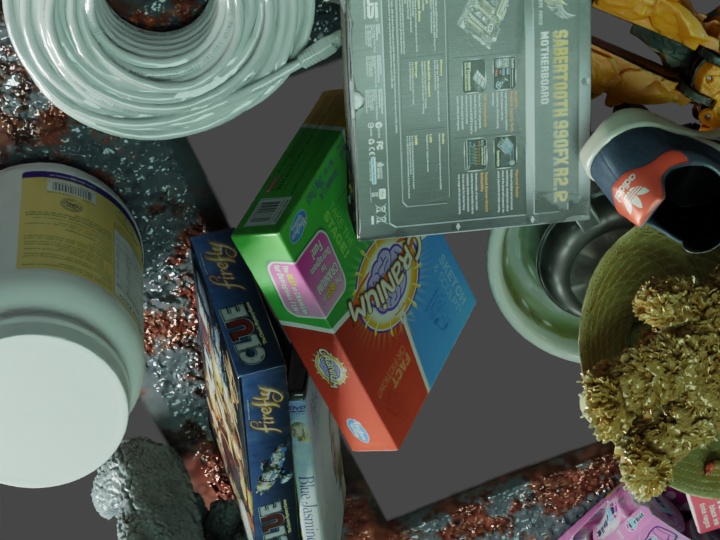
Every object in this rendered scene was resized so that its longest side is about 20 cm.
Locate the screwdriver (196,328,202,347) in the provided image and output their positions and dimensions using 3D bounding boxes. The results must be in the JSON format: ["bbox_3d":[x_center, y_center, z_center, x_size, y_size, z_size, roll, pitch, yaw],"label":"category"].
[{"bbox_3d":[-0.073,-0.021,1.654,0.029,0.028,0.200,-6,133,-37],"label":"screwdriver"}]

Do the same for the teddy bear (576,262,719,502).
[{"bbox_3d":[0.225,0.061,1.536,0.199,0.067,0.146,-24,96,-26],"label":"teddy bear"}]

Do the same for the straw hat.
[{"bbox_3d":[0.212,0.063,1.615,0.200,0.085,0.202,3,82,-25],"label":"straw hat"}]

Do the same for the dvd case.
[{"bbox_3d":[-0.031,0.124,1.688,0.017,0.143,0.201,-2,124,7],"label":"dvd case"}]

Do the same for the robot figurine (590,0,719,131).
[{"bbox_3d":[0.186,-0.157,1.556,0.199,0.058,0.145,23,117,-8],"label":"robot figurine"}]

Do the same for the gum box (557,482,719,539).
[{"bbox_3d":[0.249,0.247,1.845,0.200,0.066,0.114,33,116,-24],"label":"gum box"}]

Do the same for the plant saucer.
[{"bbox_3d":[0.186,-0.025,1.668,0.199,0.050,0.201,-2,123,-4],"label":"plant saucer"}]

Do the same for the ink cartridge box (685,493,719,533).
[{"bbox_3d":[0.317,0.088,1.699,0.199,0.145,0.085,-17,128,5],"label":"ink cartridge box"}]

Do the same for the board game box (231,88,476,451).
[{"bbox_3d":[0.000,0.000,1.606,0.040,0.153,0.200,-3,131,34],"label":"board game box"}]

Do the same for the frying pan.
[{"bbox_3d":[0.174,-0.036,1.615,0.114,0.031,0.191,-11,127,1],"label":"frying pan"}]

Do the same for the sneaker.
[{"bbox_3d":[0.235,-0.049,1.527,0.199,0.085,0.075,1,135,-35],"label":"sneaker"}]

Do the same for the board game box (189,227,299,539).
[{"bbox_3d":[-0.080,0.088,1.635,0.034,0.136,0.200,-13,137,-10],"label":"board game box"}]

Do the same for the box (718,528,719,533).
[{"bbox_3d":[0.335,0.192,1.788,0.121,0.032,0.201,-22,97,-10],"label":"box"}]

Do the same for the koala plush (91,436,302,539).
[{"bbox_3d":[-0.147,0.264,1.766,0.177,0.184,0.200,20,131,-18],"label":"koala plush"}]

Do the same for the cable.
[{"bbox_3d":[-0.130,-0.181,1.521,0.200,0.069,0.200,-34,119,17],"label":"cable"}]

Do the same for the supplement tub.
[{"bbox_3d":[-0.216,0.036,1.575,0.145,0.200,0.146,-3,124,-4],"label":"supplement tub"}]

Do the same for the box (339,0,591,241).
[{"bbox_3d":[0.068,-0.124,1.505,0.158,0.048,0.201,-6,117,-6],"label":"box"}]
